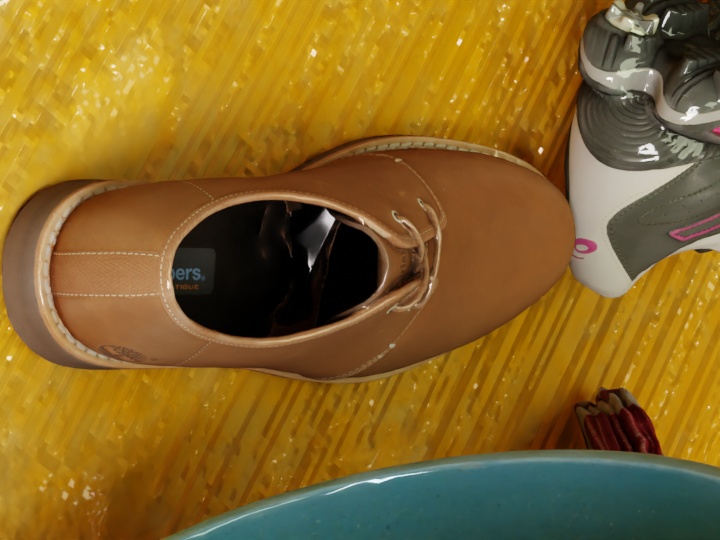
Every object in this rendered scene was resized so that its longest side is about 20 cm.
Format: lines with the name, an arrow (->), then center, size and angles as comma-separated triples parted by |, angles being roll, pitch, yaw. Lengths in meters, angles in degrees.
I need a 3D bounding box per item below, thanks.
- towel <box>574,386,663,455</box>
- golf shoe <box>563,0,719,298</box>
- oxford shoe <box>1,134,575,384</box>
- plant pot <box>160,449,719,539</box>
towel -> 0.106, 0.129, 0.845 | 0.023, 0.200, 0.144 | -18, 109, 0
golf shoe -> 0.130, -0.053, 0.937 | 0.200, 0.077, 0.088 | -15, 130, -46
oxford shoe -> 0.000, 0.000, 0.807 | 0.200, 0.071, 0.072 | -9, 97, -44
plant pot -> 0.029, 0.167, 0.667 | 0.200, 0.200, 0.188 | -27, 113, -39
